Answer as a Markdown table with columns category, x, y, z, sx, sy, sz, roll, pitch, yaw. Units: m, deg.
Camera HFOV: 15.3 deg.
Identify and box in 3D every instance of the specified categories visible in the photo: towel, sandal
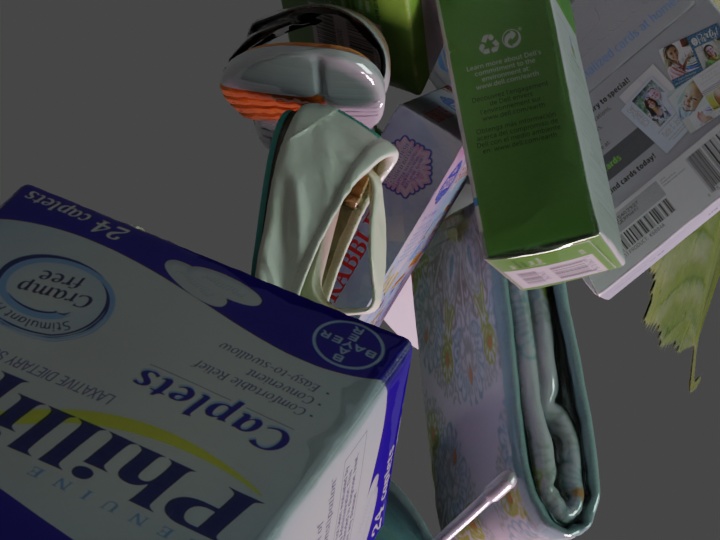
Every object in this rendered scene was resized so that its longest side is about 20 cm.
| category | x | y | z | sx | sy | sz | roll | pitch | yaw |
| --- | --- | --- | --- | --- | --- | --- | --- | --- | --- |
| towel | 0.078 | 0.058 | 1.510 | 0.171 | 0.048 | 0.202 | 145 | -59 | -72 |
| sandal | -0.024 | -0.098 | 1.314 | 0.207 | 0.078 | 0.060 | 91 | 8 | -81 |

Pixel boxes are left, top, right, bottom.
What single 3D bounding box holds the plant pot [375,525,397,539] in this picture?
| category | x | y | z | sx | sy | sz | roll | pitch | yaw |
| --- | --- | --- | --- | --- | --- | --- | --- | --- | --- |
| plant pot | -0.080 | 0.203 | 1.291 | 0.161 | 0.200 | 0.202 | 2 | 108 | -63 |

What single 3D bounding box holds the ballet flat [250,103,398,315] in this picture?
| category | x | y | z | sx | sy | sz | roll | pitch | yaw |
| --- | --- | --- | --- | --- | --- | --- | --- | --- | --- |
| ballet flat | -0.027 | 0.025 | 1.243 | 0.069 | 0.069 | 0.202 | 2 | 102 | -75 |

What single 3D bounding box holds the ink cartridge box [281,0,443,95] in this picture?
| category | x | y | z | sx | sy | sz | roll | pitch | yaw |
| --- | --- | --- | --- | --- | --- | --- | --- | --- | --- |
| ink cartridge box | 0.031 | -0.214 | 1.350 | 0.148 | 0.075 | 0.201 | 80 | 32 | -63 |

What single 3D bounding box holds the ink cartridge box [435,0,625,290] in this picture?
| category | x | y | z | sx | sy | sz | roll | pitch | yaw |
| --- | --- | --- | --- | --- | --- | --- | --- | --- | --- |
| ink cartridge box | 0.079 | -0.098 | 1.335 | 0.104 | 0.059 | 0.202 | 34 | 45 | -75 |

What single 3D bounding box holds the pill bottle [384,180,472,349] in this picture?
| category | x | y | z | sx | sy | sz | roll | pitch | yaw |
| --- | --- | --- | --- | --- | --- | --- | --- | --- | --- |
| pill bottle | 0.089 | -0.044 | 1.716 | 0.114 | 0.113 | 0.201 | 91 | 23 | -52 |

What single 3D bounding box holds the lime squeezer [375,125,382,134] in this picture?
| category | x | y | z | sx | sy | sz | roll | pitch | yaw |
| --- | --- | --- | --- | --- | --- | --- | --- | --- | --- |
| lime squeezer | 0.007 | -0.066 | 1.535 | 0.201 | 0.037 | 0.071 | 87 | 28 | -55 |

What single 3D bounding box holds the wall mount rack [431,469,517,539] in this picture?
| category | x | y | z | sx | sy | sz | roll | pitch | yaw |
| --- | --- | --- | --- | --- | --- | --- | --- | --- | --- |
| wall mount rack | 0.030 | 0.204 | 1.421 | 0.200 | 0.074 | 0.175 | -52 | 146 | -56 |

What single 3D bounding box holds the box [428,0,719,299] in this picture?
| category | x | y | z | sx | sy | sz | roll | pitch | yaw |
| --- | --- | --- | --- | --- | --- | --- | --- | --- | --- |
| box | 0.138 | -0.109 | 1.536 | 0.156 | 0.200 | 0.041 | -39 | 169 | 8 |

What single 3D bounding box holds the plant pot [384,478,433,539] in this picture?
| category | x | y | z | sx | sy | sz | roll | pitch | yaw |
| --- | --- | --- | --- | --- | --- | --- | --- | --- | --- |
| plant pot | -0.023 | 0.199 | 1.595 | 0.200 | 0.133 | 0.202 | 21 | 90 | -76 |

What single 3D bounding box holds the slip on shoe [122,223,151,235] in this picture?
| category | x | y | z | sx | sy | sz | roll | pitch | yaw |
| --- | --- | --- | --- | --- | --- | --- | --- | --- | --- |
| slip on shoe | -0.088 | 0.039 | 1.282 | 0.200 | 0.061 | 0.074 | 78 | 33 | -67 |

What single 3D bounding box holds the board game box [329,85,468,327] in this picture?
| category | x | y | z | sx | sy | sz | roll | pitch | yaw |
| --- | --- | --- | --- | --- | --- | --- | --- | --- | --- |
| board game box | 0.000 | 0.000 | 1.425 | 0.200 | 0.041 | 0.200 | -59 | 176 | 9 |

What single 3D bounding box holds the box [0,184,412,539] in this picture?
| category | x | y | z | sx | sy | sz | roll | pitch | yaw |
| --- | --- | --- | --- | --- | --- | --- | --- | --- | --- |
| box | -0.103 | 0.085 | 1.041 | 0.200 | 0.183 | 0.105 | -53 | 160 | -49 |
